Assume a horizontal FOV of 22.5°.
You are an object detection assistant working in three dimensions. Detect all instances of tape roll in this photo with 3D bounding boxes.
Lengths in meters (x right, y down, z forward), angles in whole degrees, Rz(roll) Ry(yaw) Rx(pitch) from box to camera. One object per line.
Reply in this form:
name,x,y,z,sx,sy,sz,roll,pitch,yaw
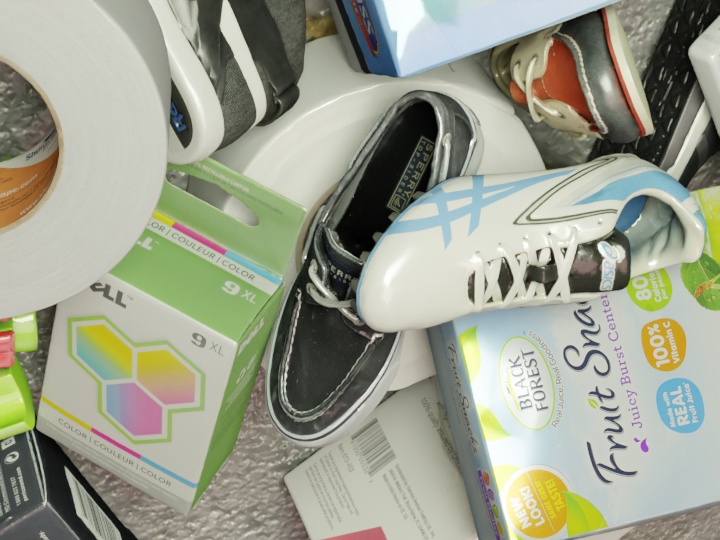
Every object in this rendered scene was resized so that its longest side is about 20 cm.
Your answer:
tape roll,-0.187,-0.075,0.838,0.199,0.066,0.201,-2,126,-2
tape roll,0.006,-0.032,1.024,0.201,0.071,0.204,-9,123,-14

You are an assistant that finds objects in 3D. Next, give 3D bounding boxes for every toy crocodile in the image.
toy crocodile,-0.206,0.000,0.971,0.067,0.062,0.201,-7,122,-16

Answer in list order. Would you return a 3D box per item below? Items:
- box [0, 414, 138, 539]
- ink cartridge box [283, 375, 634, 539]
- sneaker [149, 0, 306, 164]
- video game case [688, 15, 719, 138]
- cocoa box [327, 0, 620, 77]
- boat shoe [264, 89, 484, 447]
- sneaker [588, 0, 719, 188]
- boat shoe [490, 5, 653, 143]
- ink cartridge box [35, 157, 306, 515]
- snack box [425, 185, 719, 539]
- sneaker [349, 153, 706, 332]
box,-0.236,0.198,1.056,0.199,0.104,0.148,-30,126,0
ink cartridge box,0.070,0.131,1.102,0.200,0.145,0.084,-37,127,5
sneaker,-0.093,-0.163,0.916,0.112,0.073,0.201,-32,106,-44
video game case,0.281,-0.116,1.054,0.182,0.023,0.200,-45,134,-14
cocoa box,0.076,-0.189,0.892,0.199,0.131,0.134,-20,102,-7
boat shoe,0.000,0.000,0.928,0.201,0.071,0.068,-62,163,8
sneaker,0.206,-0.089,1.061,0.082,0.072,0.201,16,114,-29
boat shoe,0.108,-0.102,0.946,0.062,0.200,0.072,-16,103,2
ink cartridge box,-0.106,0.030,0.967,0.103,0.059,0.201,28,134,9
snack box,0.145,0.053,0.987,0.199,0.068,0.170,-12,80,-12
sneaker,0.087,-0.011,0.900,0.199,0.072,0.072,-17,123,-27
